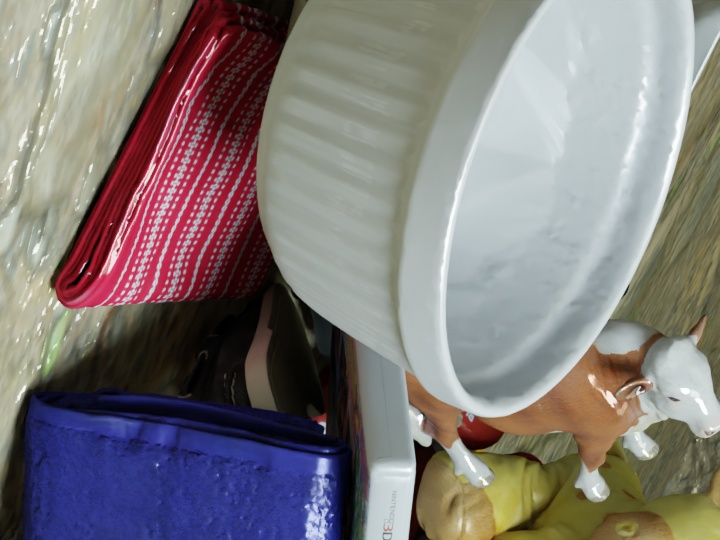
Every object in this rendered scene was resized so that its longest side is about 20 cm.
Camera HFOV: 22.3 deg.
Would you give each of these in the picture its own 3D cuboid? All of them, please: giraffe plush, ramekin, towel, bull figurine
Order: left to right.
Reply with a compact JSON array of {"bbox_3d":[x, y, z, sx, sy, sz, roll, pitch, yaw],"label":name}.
[{"bbox_3d":[-0.083,0.154,0.825,0.050,0.146,0.202,-51,149,-72],"label":"towel"},{"bbox_3d":[-0.058,-0.046,0.834,0.146,0.022,0.200,-61,163,11],"label":"towel"},{"bbox_3d":[0.045,-0.053,0.747,0.200,0.104,0.202,-39,141,-41],"label":"ramekin"},{"bbox_3d":[0.102,0.064,0.967,0.122,0.198,0.065,77,33,-43],"label":"bull figurine"},{"bbox_3d":[0.145,0.171,1.030,0.199,0.161,0.174,-29,113,-32],"label":"giraffe plush"}]

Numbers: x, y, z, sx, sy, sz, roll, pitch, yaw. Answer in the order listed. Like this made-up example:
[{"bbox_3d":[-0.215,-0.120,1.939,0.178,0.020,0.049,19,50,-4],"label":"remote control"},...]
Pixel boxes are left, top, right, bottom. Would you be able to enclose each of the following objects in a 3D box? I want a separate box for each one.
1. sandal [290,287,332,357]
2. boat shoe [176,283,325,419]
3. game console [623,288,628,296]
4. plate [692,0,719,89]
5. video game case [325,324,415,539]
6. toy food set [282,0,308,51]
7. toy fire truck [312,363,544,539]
[{"bbox_3d":[0.000,-0.001,0.998,0.201,0.047,0.076,73,35,-72],"label":"sandal"},{"bbox_3d":[-0.059,0.059,0.925,0.065,0.075,0.200,-20,-167,6],"label":"boat shoe"},{"bbox_3d":[0.112,-0.033,1.175,0.118,0.171,0.200,-37,-178,45],"label":"game console"},{"bbox_3d":[0.157,-0.085,1.076,0.201,0.032,0.200,-64,180,17],"label":"plate"},{"bbox_3d":[0.001,0.087,0.863,0.201,0.023,0.183,-95,-172,-51],"label":"video game case"},{"bbox_3d":[0.032,-0.130,0.825,0.200,0.060,0.145,-20,127,-64],"label":"toy food set"},{"bbox_3d":[0.024,0.145,1.095,0.168,0.111,0.201,-47,119,-46],"label":"toy fire truck"}]
